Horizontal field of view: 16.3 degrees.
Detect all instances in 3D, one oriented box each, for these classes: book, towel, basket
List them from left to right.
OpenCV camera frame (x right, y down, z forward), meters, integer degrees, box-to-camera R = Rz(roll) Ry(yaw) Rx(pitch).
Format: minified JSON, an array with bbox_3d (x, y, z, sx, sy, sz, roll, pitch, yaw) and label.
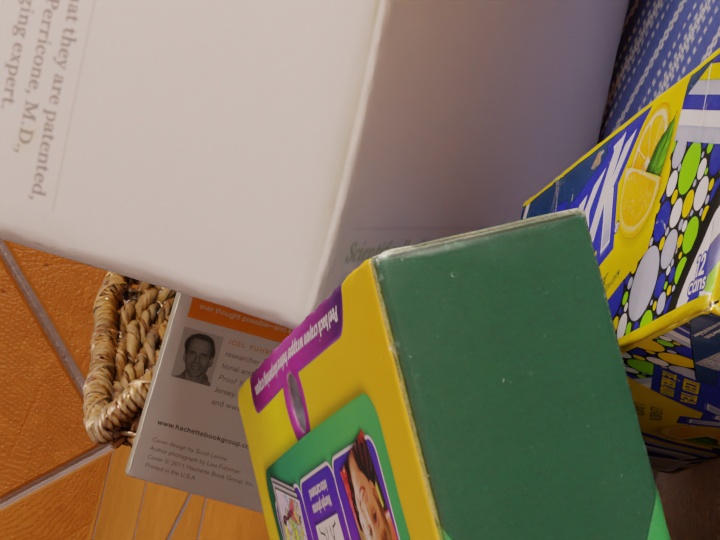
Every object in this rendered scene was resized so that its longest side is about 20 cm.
[{"bbox_3d":[-0.043,0.002,1.195,0.200,0.149,0.143,-93,21,-68],"label":"basket"},{"bbox_3d":[0.000,0.000,0.973,0.048,0.133,0.201,172,114,-83],"label":"book"},{"bbox_3d":[0.108,-0.083,0.817,0.200,0.024,0.145,-89,18,-53],"label":"towel"}]

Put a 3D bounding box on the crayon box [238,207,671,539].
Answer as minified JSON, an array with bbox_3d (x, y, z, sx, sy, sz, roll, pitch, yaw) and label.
[{"bbox_3d":[0.028,0.093,0.648,0.200,0.058,0.173,135,121,-74],"label":"crayon box"}]

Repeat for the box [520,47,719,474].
[{"bbox_3d":[0.088,0.002,0.626,0.200,0.064,0.070,139,145,-74],"label":"box"}]

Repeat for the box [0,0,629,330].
[{"bbox_3d":[-0.024,-0.098,0.777,0.199,0.171,0.201,-2,-74,-65],"label":"box"}]
